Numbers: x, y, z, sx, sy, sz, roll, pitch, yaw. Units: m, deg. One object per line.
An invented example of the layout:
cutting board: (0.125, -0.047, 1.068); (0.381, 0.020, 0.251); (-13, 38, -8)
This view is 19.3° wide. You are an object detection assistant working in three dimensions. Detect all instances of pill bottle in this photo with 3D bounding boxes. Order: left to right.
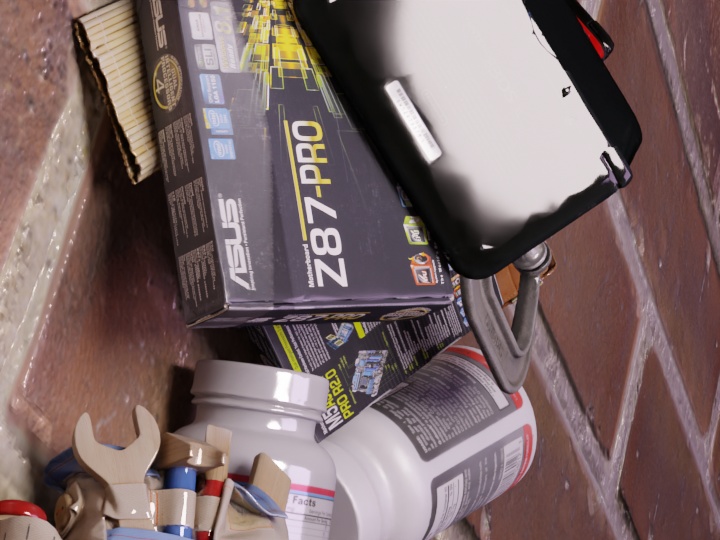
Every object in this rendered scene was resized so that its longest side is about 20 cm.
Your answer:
pill bottle: (-0.073, 0.158, 1.272); (0.109, 0.109, 0.200); (28, 69, -68)
pill bottle: (0.024, 0.134, 1.470); (0.200, 0.116, 0.116); (-24, 119, -48)

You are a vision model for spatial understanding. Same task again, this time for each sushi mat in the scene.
sushi mat: (-0.097, -0.122, 1.224); (0.200, 0.012, 0.096); (-39, 111, -59)

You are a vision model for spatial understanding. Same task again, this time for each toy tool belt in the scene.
toy tool belt: (-0.119, 0.132, 1.141); (0.200, 0.125, 0.123); (24, 54, -33)

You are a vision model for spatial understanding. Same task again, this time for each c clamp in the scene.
c clamp: (0.095, -0.022, 1.361); (0.200, 0.027, 0.171); (68, 28, -51)

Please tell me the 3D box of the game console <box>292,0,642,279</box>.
game console: (0.069, -0.119, 1.250); (0.200, 0.176, 0.116); (57, -11, -8)

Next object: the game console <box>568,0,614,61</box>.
game console: (0.074, -0.191, 1.522); (0.172, 0.200, 0.119); (-35, 170, -37)

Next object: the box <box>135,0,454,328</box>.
box: (-0.037, -0.070, 1.191); (0.161, 0.049, 0.200); (-1, 75, -37)

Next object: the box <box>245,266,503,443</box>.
box: (0.000, 0.000, 1.337); (0.160, 0.044, 0.200); (-36, 143, -11)

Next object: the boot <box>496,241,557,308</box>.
boot: (0.055, 0.012, 1.500); (0.074, 0.155, 0.200); (64, 14, 3)
